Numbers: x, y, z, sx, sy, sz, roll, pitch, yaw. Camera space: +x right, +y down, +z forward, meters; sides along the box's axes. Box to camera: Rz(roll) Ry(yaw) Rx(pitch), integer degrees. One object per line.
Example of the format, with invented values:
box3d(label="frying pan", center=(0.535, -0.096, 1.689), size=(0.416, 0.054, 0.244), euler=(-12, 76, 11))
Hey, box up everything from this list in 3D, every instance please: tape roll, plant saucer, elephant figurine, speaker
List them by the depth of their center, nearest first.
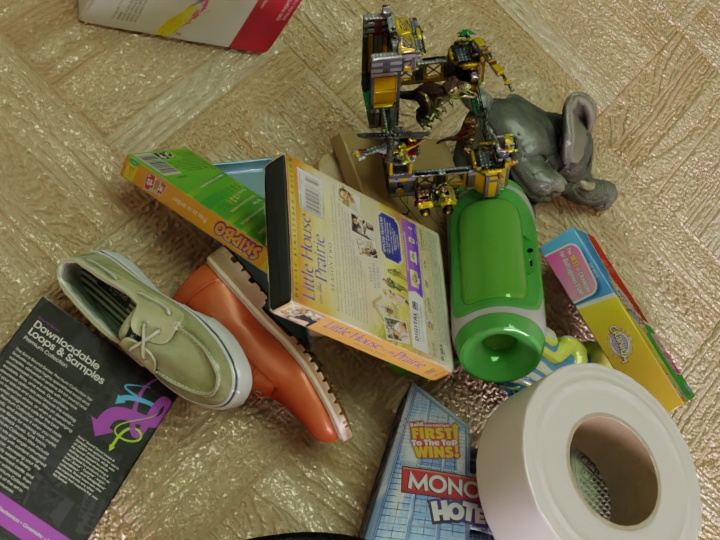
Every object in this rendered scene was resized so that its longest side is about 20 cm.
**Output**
box3d(label="tape roll", center=(0.201, 0.186, 1.268), size=(0.202, 0.071, 0.203), euler=(17, 56, -27))
box3d(label="speaker", center=(0.124, 0.005, 1.338), size=(0.088, 0.089, 0.200), euler=(21, 42, -18))
box3d(label="plant saucer", center=(-0.097, -0.011, 1.346), size=(0.070, 0.019, 0.201), euler=(-7, 66, -13))
box3d(label="elephant figurine", center=(0.191, -0.129, 1.522), size=(0.141, 0.155, 0.200), euler=(42, 46, 22))

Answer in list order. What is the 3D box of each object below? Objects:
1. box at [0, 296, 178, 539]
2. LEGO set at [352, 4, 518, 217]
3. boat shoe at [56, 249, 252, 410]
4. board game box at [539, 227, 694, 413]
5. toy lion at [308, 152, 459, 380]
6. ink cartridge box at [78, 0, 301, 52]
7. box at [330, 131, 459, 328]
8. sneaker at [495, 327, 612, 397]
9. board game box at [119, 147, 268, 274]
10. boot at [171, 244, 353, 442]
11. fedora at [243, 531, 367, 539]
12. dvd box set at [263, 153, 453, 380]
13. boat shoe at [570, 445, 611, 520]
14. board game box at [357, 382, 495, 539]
box3d(label="box", center=(-0.253, 0.136, 1.173), size=(0.143, 0.036, 0.200), euler=(36, 53, -8))
box3d(label="LEGO set", center=(0.069, -0.163, 1.344), size=(0.153, 0.116, 0.201), euler=(1, 56, 0))
box3d(label="boat shoe", center=(-0.177, 0.052, 1.209), size=(0.200, 0.072, 0.062), euler=(35, 19, 24))
box3d(label="board game box", center=(0.259, 0.055, 1.454), size=(0.200, 0.040, 0.153), euler=(59, 13, 10))
box3d(label="toy lion", center=(0.028, 0.003, 1.398), size=(0.191, 0.069, 0.201), euler=(15, 57, -31))
box3d(label="ink cartridge box", center=(-0.164, -0.322, 1.411), size=(0.199, 0.145, 0.146), euler=(5, 62, -26))
box3d(label="box", center=(0.062, -0.039, 1.402), size=(0.163, 0.021, 0.201), euler=(-2, 66, -49))
box3d(label="sneaker", center=(0.180, 0.114, 1.397), size=(0.199, 0.076, 0.105), euler=(7, 65, -38))
box3d(label="board game box", center=(-0.111, -0.050, 1.295), size=(0.200, 0.030, 0.095), euler=(31, 20, 20))
box3d(label="boot", center=(-0.094, 0.087, 1.263), size=(0.107, 0.075, 0.200), euler=(-40, 85, -4))
box3d(label="fedora", center=(-0.061, 0.278, 1.144), size=(0.200, 0.200, 0.092), euler=(-13, 104, -34))
box3d(label="dvd box set", center=(0.000, 0.000, 1.252), size=(0.200, 0.029, 0.147), euler=(25, 49, -41))
box3d(label="boat shoe", center=(0.220, 0.219, 1.363), size=(0.074, 0.062, 0.201), euler=(4, 74, -20))
box3d(label="board game box", center=(0.085, 0.206, 1.286), size=(0.199, 0.062, 0.201), euler=(9, 58, -10))
